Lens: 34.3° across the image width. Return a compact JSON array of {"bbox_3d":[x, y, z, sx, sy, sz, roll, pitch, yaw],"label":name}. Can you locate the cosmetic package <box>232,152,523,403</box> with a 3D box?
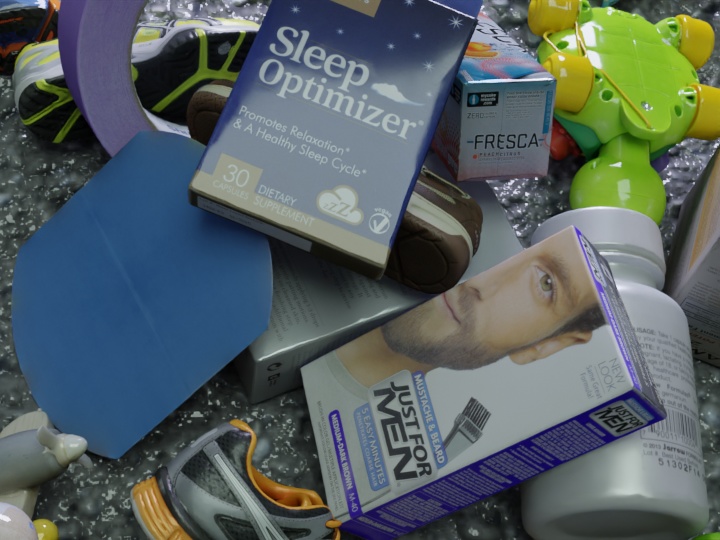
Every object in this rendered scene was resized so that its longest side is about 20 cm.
[{"bbox_3d":[0.000,0.000,0.781,0.198,0.071,0.102,-19,66,-18],"label":"cosmetic package"}]

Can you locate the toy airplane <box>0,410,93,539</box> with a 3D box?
[{"bbox_3d":[-0.201,0.173,0.619,0.198,0.142,0.199,-29,53,-33],"label":"toy airplane"}]

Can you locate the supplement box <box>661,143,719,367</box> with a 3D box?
[{"bbox_3d":[0.265,-0.035,0.772,0.073,0.201,0.127,20,63,5],"label":"supplement box"}]

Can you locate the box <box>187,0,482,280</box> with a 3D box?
[{"bbox_3d":[-0.009,-0.109,0.688,0.120,0.032,0.202,21,71,0],"label":"box"}]

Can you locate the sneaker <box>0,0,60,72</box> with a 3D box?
[{"bbox_3d":[-0.310,-0.180,0.826,0.197,0.076,0.079,-8,56,-23],"label":"sneaker"}]

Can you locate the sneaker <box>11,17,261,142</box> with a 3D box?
[{"bbox_3d":[-0.151,-0.154,0.833,0.198,0.076,0.077,-13,50,-24],"label":"sneaker"}]

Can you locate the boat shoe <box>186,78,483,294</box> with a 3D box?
[{"bbox_3d":[-0.013,-0.062,0.739,0.201,0.075,0.075,34,47,4],"label":"boat shoe"}]

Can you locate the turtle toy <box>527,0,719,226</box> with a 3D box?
[{"bbox_3d":[0.183,-0.112,0.845,0.144,0.102,0.202,11,50,-11],"label":"turtle toy"}]

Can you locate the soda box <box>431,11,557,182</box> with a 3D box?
[{"bbox_3d":[0.070,-0.131,0.805,0.063,0.069,0.201,-5,29,-12],"label":"soda box"}]

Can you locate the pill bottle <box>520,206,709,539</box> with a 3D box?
[{"bbox_3d":[0.156,0.068,0.750,0.113,0.115,0.203,5,63,-7],"label":"pill bottle"}]

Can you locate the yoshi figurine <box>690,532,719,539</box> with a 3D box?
[{"bbox_3d":[0.265,0.176,0.714,0.198,0.111,0.114,-24,104,-30],"label":"yoshi figurine"}]

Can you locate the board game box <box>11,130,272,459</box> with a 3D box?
[{"bbox_3d":[-0.133,0.014,0.734,0.200,0.039,0.159,-40,68,17],"label":"board game box"}]

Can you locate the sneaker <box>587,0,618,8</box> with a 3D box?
[{"bbox_3d":[0.217,-0.249,0.952,0.197,0.075,0.088,4,70,1],"label":"sneaker"}]

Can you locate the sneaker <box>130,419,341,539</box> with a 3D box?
[{"bbox_3d":[-0.035,0.166,0.651,0.077,0.078,0.200,-47,112,-6],"label":"sneaker"}]

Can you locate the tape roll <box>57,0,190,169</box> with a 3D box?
[{"bbox_3d":[-0.094,-0.149,0.768,0.198,0.202,0.066,-19,32,-18],"label":"tape roll"}]

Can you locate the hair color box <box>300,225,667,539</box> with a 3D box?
[{"bbox_3d":[0.066,0.072,0.694,0.198,0.065,0.110,-28,55,19],"label":"hair color box"}]
